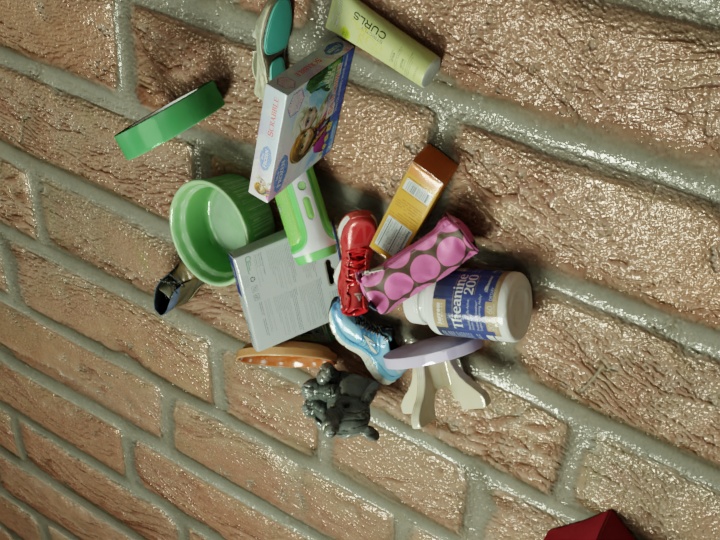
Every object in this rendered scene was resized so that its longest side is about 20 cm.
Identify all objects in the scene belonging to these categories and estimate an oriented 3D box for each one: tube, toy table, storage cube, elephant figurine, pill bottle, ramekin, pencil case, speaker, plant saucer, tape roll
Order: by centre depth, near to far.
[{"bbox_3d":[0.029,-0.347,1.405,0.199,0.052,0.059,38,95,16],"label":"tube"},{"bbox_3d":[0.089,-0.014,1.493,0.198,0.091,0.094,-34,125,6],"label":"pencil case"},{"bbox_3d":[0.172,0.053,1.529,0.196,0.111,0.113,4,122,34],"label":"pill bottle"},{"bbox_3d":[-0.104,-0.117,1.609,0.087,0.088,0.204,-14,95,42],"label":"speaker"},{"bbox_3d":[0.135,0.185,1.618,0.198,0.182,0.120,-10,98,52],"label":"toy table"},{"bbox_3d":[-0.330,-0.261,1.622,0.198,0.200,0.049,-14,113,41],"label":"tape roll"},{"bbox_3d":[0.411,0.567,1.663,0.201,0.180,0.170,50,135,-3],"label":"storage cube"},{"bbox_3d":[-0.019,0.261,1.722,0.143,0.155,0.199,54,164,-25],"label":"elephant figurine"},{"bbox_3d":[-0.253,-0.082,1.742,0.197,0.097,0.205,15,117,31],"label":"ramekin"},{"bbox_3d":[-0.142,0.162,1.811,0.197,0.198,0.033,-8,74,39],"label":"plant saucer"}]

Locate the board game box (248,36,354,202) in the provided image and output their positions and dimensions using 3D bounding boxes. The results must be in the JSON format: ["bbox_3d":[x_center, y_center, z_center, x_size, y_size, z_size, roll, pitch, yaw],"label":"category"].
[{"bbox_3d":[-0.092,-0.237,1.463,0.041,0.200,0.203,29,134,15],"label":"board game box"}]

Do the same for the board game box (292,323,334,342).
[{"bbox_3d":[-0.129,0.043,1.808,0.132,0.029,0.204,1,120,35],"label":"board game box"}]

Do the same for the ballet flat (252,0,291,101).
[{"bbox_3d":[-0.153,-0.361,1.519,0.062,0.067,0.203,31,134,27],"label":"ballet flat"}]

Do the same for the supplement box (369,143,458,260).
[{"bbox_3d":[0.084,-0.104,1.520,0.068,0.067,0.201,36,135,6],"label":"supplement box"}]

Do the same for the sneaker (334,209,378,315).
[{"bbox_3d":[0.000,0.000,1.609,0.076,0.117,0.202,-5,139,-8],"label":"sneaker"}]

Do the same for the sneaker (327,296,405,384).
[{"bbox_3d":[0.022,0.115,1.720,0.089,0.079,0.200,-33,111,33],"label":"sneaker"}]

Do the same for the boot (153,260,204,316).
[{"bbox_3d":[-0.362,0.019,1.916,0.074,0.097,0.201,38,135,7],"label":"boot"}]

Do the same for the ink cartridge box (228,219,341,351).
[{"bbox_3d":[-0.126,0.023,1.703,0.043,0.197,0.200,37,144,54],"label":"ink cartridge box"}]
